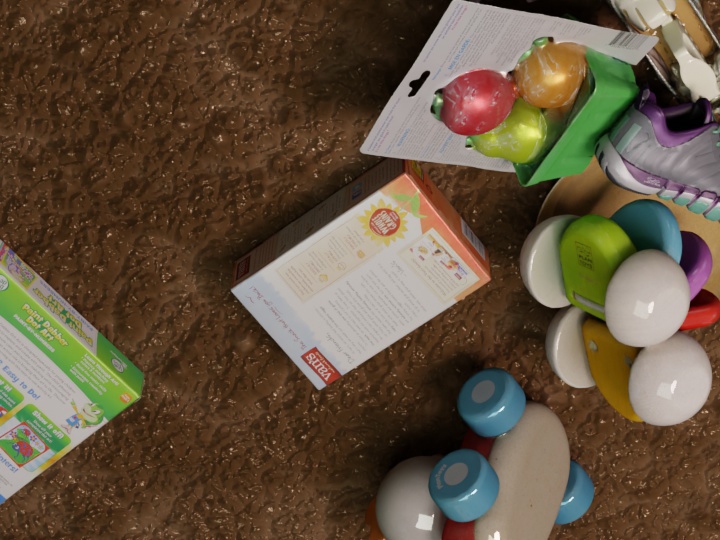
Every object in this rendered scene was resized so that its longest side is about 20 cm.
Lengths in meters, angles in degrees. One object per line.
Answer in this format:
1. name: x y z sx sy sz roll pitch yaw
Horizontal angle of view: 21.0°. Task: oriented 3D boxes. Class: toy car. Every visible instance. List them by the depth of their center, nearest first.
1. toy car: 0.246 0.026 1.693 0.149 0.175 0.201 -32 120 -21
2. toy car: 0.087 0.207 1.841 0.199 0.178 0.185 -4 140 36

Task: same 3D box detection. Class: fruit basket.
1. fruit basket: 0.121 -0.151 1.610 0.198 0.094 0.186 10 139 -23

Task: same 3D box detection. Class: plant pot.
1. plant pot: 0.254 -0.034 1.748 0.198 0.028 0.202 0 121 0

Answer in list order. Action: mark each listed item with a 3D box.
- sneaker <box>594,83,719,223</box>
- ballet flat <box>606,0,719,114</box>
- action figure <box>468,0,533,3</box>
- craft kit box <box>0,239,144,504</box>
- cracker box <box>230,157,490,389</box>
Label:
1. sneaker: 0.297 -0.095 1.631 0.198 0.075 0.088 12 126 -29
2. ballet flat: 0.257 -0.208 1.622 0.072 0.072 0.201 -32 115 18
3. action figure: 0.094 -0.282 1.584 0.198 0.134 0.150 17 77 -23
4. craft kit box: -0.341 0.098 1.822 0.197 0.049 0.200 -35 114 22
5. cracker box: 0.000 0.000 1.752 0.199 0.058 0.134 -33 114 17
